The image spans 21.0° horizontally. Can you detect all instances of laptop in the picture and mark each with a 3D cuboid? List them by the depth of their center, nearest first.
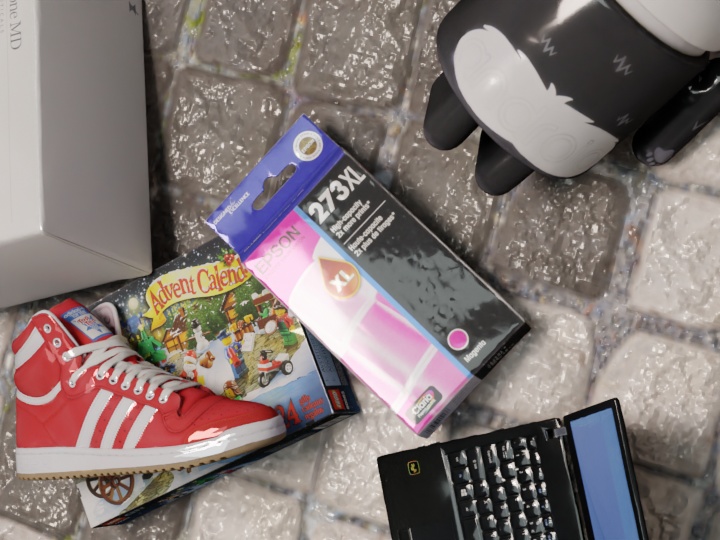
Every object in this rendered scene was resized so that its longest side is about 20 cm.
[{"bbox_3d":[0.091,0.176,1.110,0.200,0.103,0.178,-15,81,27],"label":"laptop"}]

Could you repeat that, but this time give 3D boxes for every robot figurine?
[{"bbox_3d":[0.124,-0.133,1.089,0.200,0.150,0.125,-43,56,27],"label":"robot figurine"}]

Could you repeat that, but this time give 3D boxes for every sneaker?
[{"bbox_3d":[-0.140,0.068,1.211,0.200,0.071,0.113,-8,89,30],"label":"sneaker"}]

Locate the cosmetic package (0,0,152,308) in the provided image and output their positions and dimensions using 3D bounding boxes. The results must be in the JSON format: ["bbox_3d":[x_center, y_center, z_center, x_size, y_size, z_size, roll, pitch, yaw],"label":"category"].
[{"bbox_3d":[-0.252,-0.084,1.273,0.200,0.123,0.200,-13,71,25],"label":"cosmetic package"}]

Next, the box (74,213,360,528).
[{"bbox_3d":[-0.111,0.067,1.258,0.200,0.038,0.137,-27,76,25],"label":"box"}]

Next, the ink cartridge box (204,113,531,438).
[{"bbox_3d":[0.000,0.000,1.180,0.200,0.037,0.095,44,92,17],"label":"ink cartridge box"}]
